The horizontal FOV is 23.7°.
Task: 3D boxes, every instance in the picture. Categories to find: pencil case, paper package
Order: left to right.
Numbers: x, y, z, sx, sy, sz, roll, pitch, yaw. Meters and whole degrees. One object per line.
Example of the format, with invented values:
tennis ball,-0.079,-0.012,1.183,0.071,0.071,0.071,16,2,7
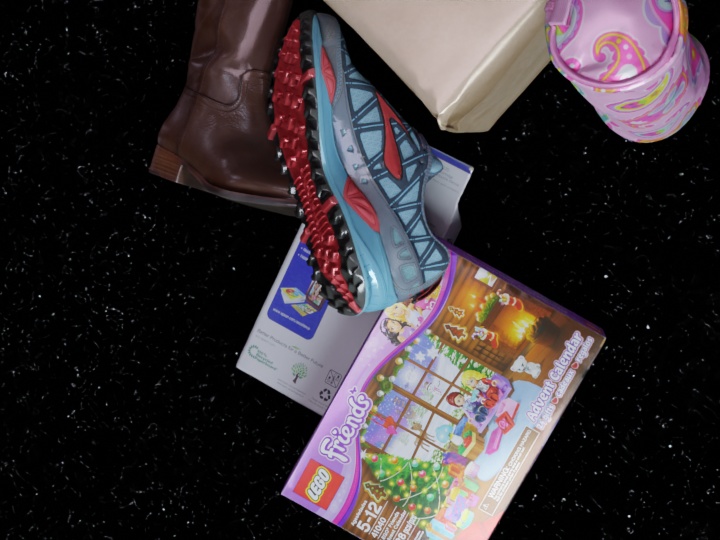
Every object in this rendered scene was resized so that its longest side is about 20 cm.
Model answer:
paper package,0.067,-0.222,1.085,0.191,0.103,0.200,46,104,14
pencil case,0.163,-0.131,1.041,0.087,0.200,0.088,-1,86,15

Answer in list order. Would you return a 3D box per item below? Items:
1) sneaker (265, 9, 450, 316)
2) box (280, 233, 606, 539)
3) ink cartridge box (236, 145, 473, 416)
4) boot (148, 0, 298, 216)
sneaker,0.002,-0.070,1.094,0.079,0.095,0.201,-33,68,59
box,0.054,0.094,1.138,0.136,0.039,0.201,29,98,0
ink cartridge box,0.000,0.000,1.180,0.099,0.039,0.201,29,100,18
boot,-0.061,-0.144,1.172,0.186,0.064,0.201,18,92,39
